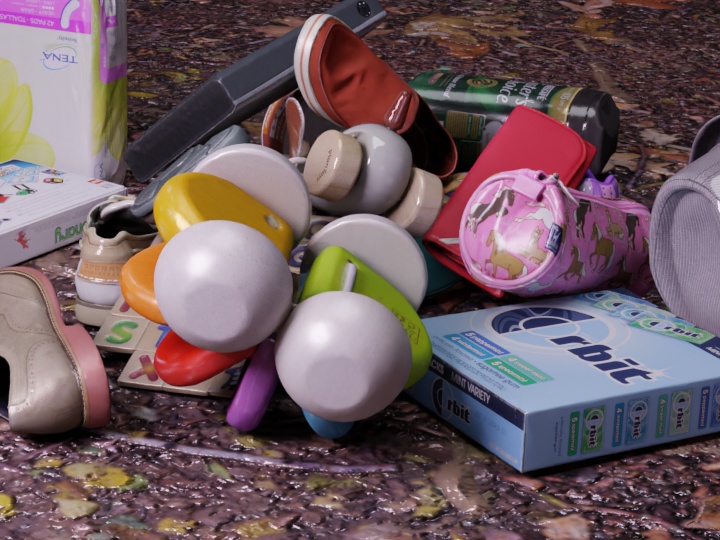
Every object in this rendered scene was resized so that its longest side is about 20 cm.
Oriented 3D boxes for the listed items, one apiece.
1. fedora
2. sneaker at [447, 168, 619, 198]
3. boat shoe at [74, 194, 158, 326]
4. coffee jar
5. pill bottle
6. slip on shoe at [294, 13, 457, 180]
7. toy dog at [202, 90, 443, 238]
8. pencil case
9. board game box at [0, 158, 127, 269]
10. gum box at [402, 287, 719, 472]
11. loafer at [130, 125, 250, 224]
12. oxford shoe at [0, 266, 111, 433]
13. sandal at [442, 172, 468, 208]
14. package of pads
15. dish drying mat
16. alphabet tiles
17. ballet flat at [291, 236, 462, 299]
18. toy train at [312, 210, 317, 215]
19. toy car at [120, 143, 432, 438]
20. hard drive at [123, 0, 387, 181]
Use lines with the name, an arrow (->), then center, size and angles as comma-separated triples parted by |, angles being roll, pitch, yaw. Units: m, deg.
fedora -> 0.260, -0.006, 1.316 | 0.090, 0.201, 0.177 | -25, 40, -21
sneaker -> 0.148, -0.061, 1.583 | 0.080, 0.089, 0.200 | -13, 23, -35
boat shoe -> -0.171, -0.022, 1.459 | 0.074, 0.069, 0.200 | 3, 19, 1
coffee jar -> 0.140, -0.133, 1.792 | 0.199, 0.086, 0.104 | 8, 20, 15
pill bottle -> -0.026, -0.112, 1.650 | 0.112, 0.113, 0.200 | -2, 8, -11
slip on shoe -> 0.014, -0.130, 1.475 | 0.061, 0.074, 0.200 | 5, -28, 37
toy dog -> -0.014, -0.089, 1.417 | 0.199, 0.097, 0.132 | 16, -8, 43
pencil case -> 0.150, -0.020, 1.384 | 0.086, 0.083, 0.200 | -16, -14, 29
board game box -> -0.300, -0.044, 1.559 | 0.126, 0.035, 0.200 | 14, 22, 29
gum box -> 0.144, 0.068, 1.274 | 0.199, 0.045, 0.170 | -9, 21, -28
loafer -> -0.110, -0.050, 1.346 | 0.072, 0.063, 0.200 | -46, 10, -17
oxford shoe -> -0.229, 0.049, 1.251 | 0.074, 0.071, 0.200 | -13, 23, -24
sandal -> 0.091, -0.048, 1.540 | 0.054, 0.080, 0.200 | -47, 26, -4
package of pads -> -0.277, -0.171, 1.674 | 0.154, 0.201, 0.068 | 11, 19, 22
dish drying mat -> 0.117, -0.059, 1.466 | 0.077, 0.018, 0.200 | 30, 45, 7
alphabet tiles -> -0.088, 0.019, 1.338 | 0.165, 0.006, 0.200 | 5, 39, 17
ballet flat -> 0.000, 0.000, 1.433 | 0.199, 0.070, 0.069 | -16, 26, -42
toy train -> -0.089, -0.038, 1.552 | 0.150, 0.056, 0.200 | 28, 7, -7
toy car -> -0.057, 0.030, 1.195 | 0.199, 0.150, 0.175 | 30, 25, -9
hard drive -> -0.083, -0.147, 1.504 | 0.139, 0.033, 0.200 | -32, 3, 45
